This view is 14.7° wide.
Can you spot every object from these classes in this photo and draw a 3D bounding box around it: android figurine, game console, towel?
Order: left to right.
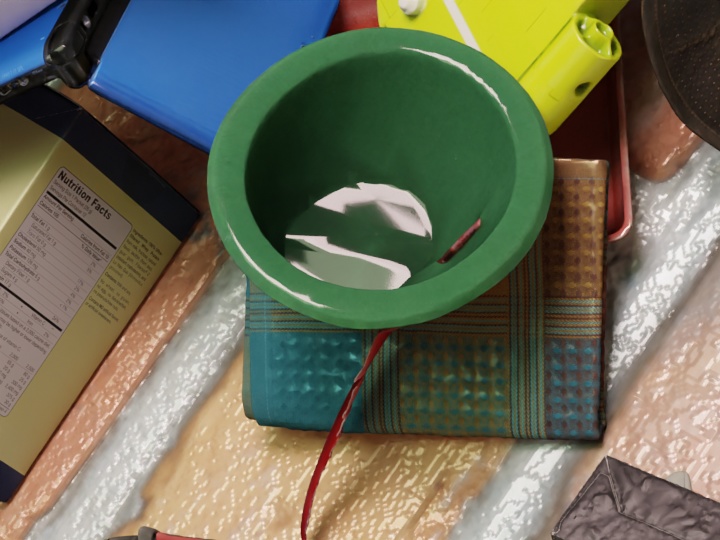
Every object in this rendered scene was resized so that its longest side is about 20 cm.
[{"bbox_3d":[-0.126,-0.116,1.502,0.170,0.119,0.200,-22,27,26],"label":"game console"},{"bbox_3d":[0.032,0.012,1.444,0.199,0.022,0.148,1,91,22],"label":"towel"},{"bbox_3d":[0.071,-0.151,1.443,0.200,0.041,0.183,-46,55,35],"label":"android figurine"}]

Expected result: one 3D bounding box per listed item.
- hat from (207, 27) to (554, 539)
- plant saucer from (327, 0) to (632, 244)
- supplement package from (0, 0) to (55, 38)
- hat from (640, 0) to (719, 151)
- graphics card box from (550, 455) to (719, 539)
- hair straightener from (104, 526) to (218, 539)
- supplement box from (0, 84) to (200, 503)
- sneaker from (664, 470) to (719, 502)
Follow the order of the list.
[{"bbox_3d":[0.000,0.000,1.438,0.200,0.176,0.166,-36,67,-19],"label":"hat"},{"bbox_3d":[0.055,-0.078,1.508,0.198,0.037,0.201,-13,61,22],"label":"plant saucer"},{"bbox_3d":[-0.201,-0.254,1.419,0.151,0.151,0.201,-33,59,8],"label":"supplement package"},{"bbox_3d":[0.232,-0.150,1.407,0.200,0.201,0.081,-34,15,9],"label":"hat"},{"bbox_3d":[0.165,0.174,1.215,0.125,0.200,0.051,22,63,36],"label":"graphics card box"},{"bbox_3d":[-0.075,0.173,1.444,0.199,0.041,0.077,6,69,31],"label":"hair straightener"},{"bbox_3d":[-0.239,-0.017,1.575,0.199,0.134,0.200,30,82,36],"label":"supplement box"},{"bbox_3d":[0.207,0.137,1.292,0.199,0.076,0.092,9,65,31],"label":"sneaker"}]
